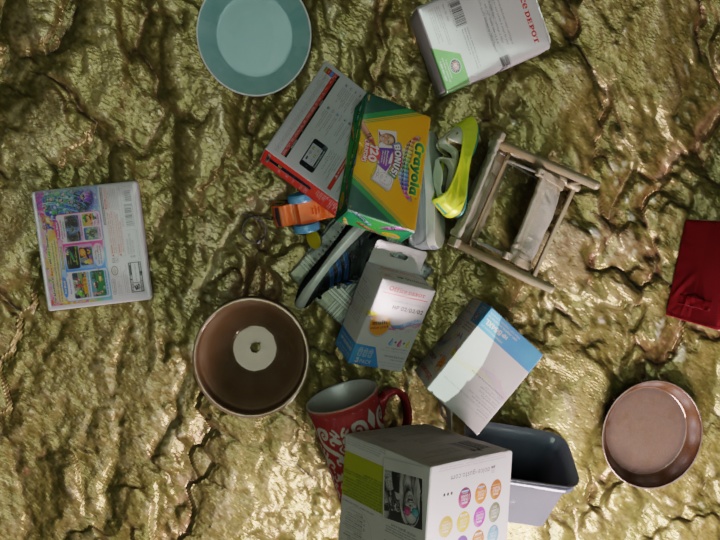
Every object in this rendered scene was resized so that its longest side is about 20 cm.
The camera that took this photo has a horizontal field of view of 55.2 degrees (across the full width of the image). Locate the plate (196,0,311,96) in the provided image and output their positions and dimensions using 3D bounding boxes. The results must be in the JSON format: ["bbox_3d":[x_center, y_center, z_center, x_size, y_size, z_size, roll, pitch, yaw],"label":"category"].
[{"bbox_3d":[-0.180,-0.399,1.172,0.194,0.026,0.207,0,95,-5],"label":"plate"}]

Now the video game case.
[{"bbox_3d":[-0.459,-0.043,1.184,0.176,0.024,0.206,-6,96,-4],"label":"video game case"}]

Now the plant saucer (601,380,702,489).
[{"bbox_3d":[0.539,0.303,1.289,0.194,0.034,0.207,-1,96,-5],"label":"plant saucer"}]

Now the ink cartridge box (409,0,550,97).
[{"bbox_3d":[0.202,-0.404,1.171,0.195,0.084,0.150,-22,97,-2],"label":"ink cartridge box"}]

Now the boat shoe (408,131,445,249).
[{"bbox_3d":[0.104,-0.137,1.193,0.070,0.070,0.207,-4,83,27],"label":"boat shoe"}]

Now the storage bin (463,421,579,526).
[{"bbox_3d":[0.264,0.365,1.233,0.194,0.147,0.137,10,122,-6],"label":"storage bin"}]

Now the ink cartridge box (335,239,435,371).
[{"bbox_3d":[0.048,0.062,1.172,0.113,0.068,0.204,12,109,-30],"label":"ink cartridge box"}]

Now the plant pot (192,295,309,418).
[{"bbox_3d":[-0.184,0.142,1.188,0.194,0.093,0.207,0,95,-3],"label":"plant pot"}]

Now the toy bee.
[{"bbox_3d":[-0.110,-0.109,1.163,0.195,0.108,0.135,7,99,-24],"label":"toy bee"}]

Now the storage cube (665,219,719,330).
[{"bbox_3d":[0.669,0.016,1.203,0.194,0.171,0.185,11,94,-5],"label":"storage cube"}]

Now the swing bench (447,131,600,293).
[{"bbox_3d":[0.269,-0.099,1.187,0.196,0.130,0.203,25,94,-1],"label":"swing bench"}]

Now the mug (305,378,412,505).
[{"bbox_3d":[0.013,0.307,1.199,0.173,0.134,0.206,-14,100,7],"label":"mug"}]

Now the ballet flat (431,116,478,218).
[{"bbox_3d":[0.155,-0.186,1.160,0.066,0.066,0.205,24,64,-26],"label":"ballet flat"}]

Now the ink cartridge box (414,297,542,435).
[{"bbox_3d":[0.193,0.172,1.201,0.125,0.129,0.201,40,91,-6],"label":"ink cartridge box"}]

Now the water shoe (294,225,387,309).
[{"bbox_3d":[-0.031,0.000,1.169,0.078,0.072,0.201,38,95,-12],"label":"water shoe"}]

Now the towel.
[{"bbox_3d":[0.000,0.000,1.224,0.200,0.035,0.193,43,94,-9],"label":"towel"}]

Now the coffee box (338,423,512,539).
[{"bbox_3d":[0.100,0.371,1.088,0.196,0.197,0.204,4,90,-41],"label":"coffee box"}]

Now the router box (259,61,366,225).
[{"bbox_3d":[-0.040,-0.209,1.128,0.178,0.049,0.203,35,66,-8],"label":"router box"}]

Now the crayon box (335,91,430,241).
[{"bbox_3d":[0.037,-0.161,1.083,0.116,0.058,0.206,16,71,-19],"label":"crayon box"}]
